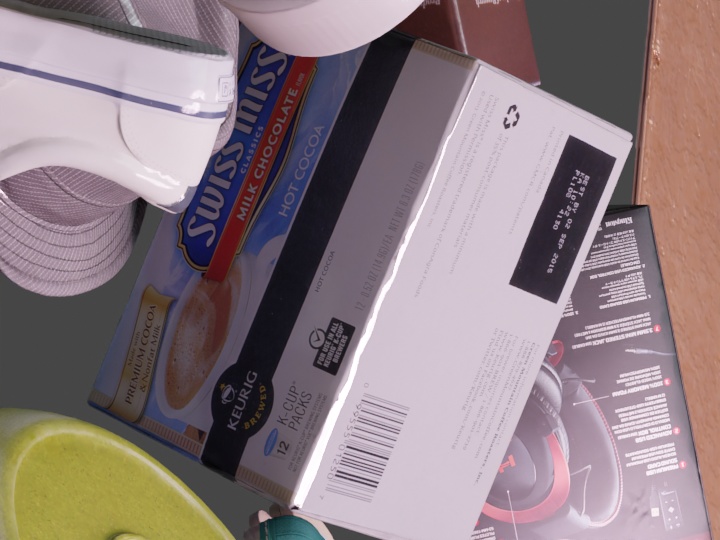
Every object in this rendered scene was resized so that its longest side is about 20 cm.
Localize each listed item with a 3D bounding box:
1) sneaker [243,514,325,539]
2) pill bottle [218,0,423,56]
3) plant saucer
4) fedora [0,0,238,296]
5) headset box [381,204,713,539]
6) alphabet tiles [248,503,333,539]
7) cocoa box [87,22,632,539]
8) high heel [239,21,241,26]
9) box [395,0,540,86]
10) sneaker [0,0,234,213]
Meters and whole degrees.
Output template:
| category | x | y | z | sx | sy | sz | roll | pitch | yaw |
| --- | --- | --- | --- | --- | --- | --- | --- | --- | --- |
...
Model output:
| category | x | y | z | sx | sy | sz | roll | pitch | yaw |
| --- | --- | --- | --- | --- | --- | --- | --- | --- | --- |
| sneaker | 0.027 | 0.166 | 1.170 | 0.200 | 0.080 | 0.071 | 55 | 12 | -27 |
| pill bottle | -0.052 | -0.157 | 0.906 | 0.200 | 0.109 | 0.110 | 44 | 48 | -48 |
| plant saucer | -0.081 | 0.125 | 1.022 | 0.200 | 0.031 | 0.200 | 43 | 23 | -23 |
| fedora | -0.107 | -0.098 | 1.154 | 0.177 | 0.090 | 0.201 | -9 | 82 | -63 |
| headset box | 0.078 | 0.080 | 1.357 | 0.148 | 0.075 | 0.201 | -13 | 94 | -11 |
| alphabet tiles | 0.006 | 0.196 | 1.258 | 0.196 | 0.015 | 0.201 | 50 | 15 | -47 |
| cocoa box | 0.000 | 0.000 | 1.219 | 0.133 | 0.131 | 0.201 | 21 | 92 | -52 |
| high heel | -0.054 | -0.169 | 1.327 | 0.067 | 0.096 | 0.201 | -24 | 82 | -17 |
| box | 0.012 | -0.174 | 1.363 | 0.075 | 0.100 | 0.201 | -13 | 94 | -56 |
| sneaker | -0.148 | -0.068 | 1.055 | 0.073 | 0.199 | 0.071 | -80 | -176 | -81 |
